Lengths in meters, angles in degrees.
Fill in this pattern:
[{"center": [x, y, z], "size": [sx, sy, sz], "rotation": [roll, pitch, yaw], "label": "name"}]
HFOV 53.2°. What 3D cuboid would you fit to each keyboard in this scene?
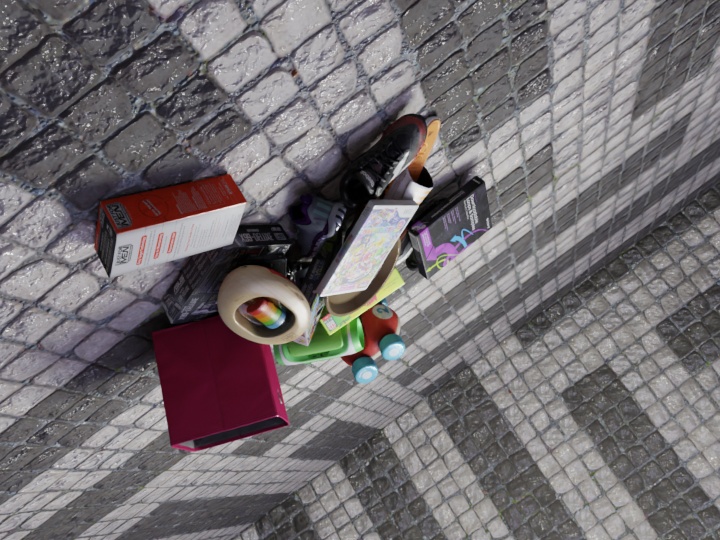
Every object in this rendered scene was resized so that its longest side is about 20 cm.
[{"center": [-0.161, 0.018, 1.277], "size": [0.102, 0.040, 0.201], "rotation": [-5, 151, -12], "label": "keyboard"}]

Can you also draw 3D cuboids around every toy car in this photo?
[{"center": [-0.019, 0.129, 1.715], "size": [0.176, 0.186, 0.199], "rotation": [-40, 129, 15], "label": "toy car"}]

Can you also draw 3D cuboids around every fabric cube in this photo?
[{"center": [-0.253, 0.206, 1.328], "size": [0.196, 0.203, 0.197], "rotation": [-14, 163, -4], "label": "fabric cube"}]

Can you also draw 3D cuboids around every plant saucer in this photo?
[{"center": [0.000, 0.000, 1.378], "size": [0.199, 0.029, 0.202], "rotation": [-36, 149, -26], "label": "plant saucer"}]

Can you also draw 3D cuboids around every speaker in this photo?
[{"center": [-0.094, 0.159, 1.624], "size": [0.196, 0.090, 0.089], "rotation": [-11, 161, 9], "label": "speaker"}]

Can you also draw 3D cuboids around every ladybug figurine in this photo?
[{"center": [-0.161, 0.055, 1.208], "size": [0.134, 0.073, 0.200], "rotation": [-28, 139, 11], "label": "ladybug figurine"}]

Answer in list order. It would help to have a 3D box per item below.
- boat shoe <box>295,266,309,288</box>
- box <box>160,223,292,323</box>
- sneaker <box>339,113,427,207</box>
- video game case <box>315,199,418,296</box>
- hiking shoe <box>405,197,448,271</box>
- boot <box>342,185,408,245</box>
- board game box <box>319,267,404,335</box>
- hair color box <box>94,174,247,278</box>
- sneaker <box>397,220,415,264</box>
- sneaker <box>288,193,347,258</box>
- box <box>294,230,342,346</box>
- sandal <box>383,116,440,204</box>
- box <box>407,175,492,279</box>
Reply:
[{"center": [-0.121, 0.034, 1.453], "size": [0.066, 0.071, 0.199], "rotation": [-21, 173, 33], "label": "boat shoe"}, {"center": [-0.231, 0.006, 1.241], "size": [0.156, 0.050, 0.200], "rotation": [-7, 145, -50], "label": "box"}, {"center": [0.035, -0.176, 1.195], "size": [0.200, 0.071, 0.098], "rotation": [-43, -172, 22], "label": "sneaker"}, {"center": [0.013, -0.040, 1.278], "size": [0.142, 0.018, 0.201], "rotation": [-7, 135, -53], "label": "video game case"}, {"center": [0.140, -0.082, 1.595], "size": [0.100, 0.076, 0.202], "rotation": [-3, 132, -44], "label": "hiking shoe"}, {"center": [0.048, -0.129, 1.394], "size": [0.186, 0.069, 0.202], "rotation": [-20, 141, -36], "label": "boot"}, {"center": [-0.009, 0.049, 1.583], "size": [0.198, 0.102, 0.048], "rotation": [-34, 117, -2], "label": "board game box"}, {"center": [-0.269, -0.066, 1.023], "size": [0.198, 0.062, 0.102], "rotation": [-20, 154, -37], "label": "hair color box"}, {"center": [0.033, -0.041, 1.510], "size": [0.199, 0.076, 0.088], "rotation": [-37, 153, 6], "label": "sneaker"}, {"center": [-0.091, -0.086, 1.270], "size": [0.200, 0.086, 0.075], "rotation": [-42, -155, 63], "label": "sneaker"}, {"center": [-0.083, 0.030, 1.368], "size": [0.111, 0.034, 0.203], "rotation": [90, 19, -63], "label": "box"}, {"center": [0.104, -0.172, 1.294], "size": [0.079, 0.059, 0.209], "rotation": [-16, 137, -48], "label": "sandal"}, {"center": [0.196, -0.090, 1.538], "size": [0.199, 0.036, 0.144], "rotation": [-39, 140, -15], "label": "box"}]
